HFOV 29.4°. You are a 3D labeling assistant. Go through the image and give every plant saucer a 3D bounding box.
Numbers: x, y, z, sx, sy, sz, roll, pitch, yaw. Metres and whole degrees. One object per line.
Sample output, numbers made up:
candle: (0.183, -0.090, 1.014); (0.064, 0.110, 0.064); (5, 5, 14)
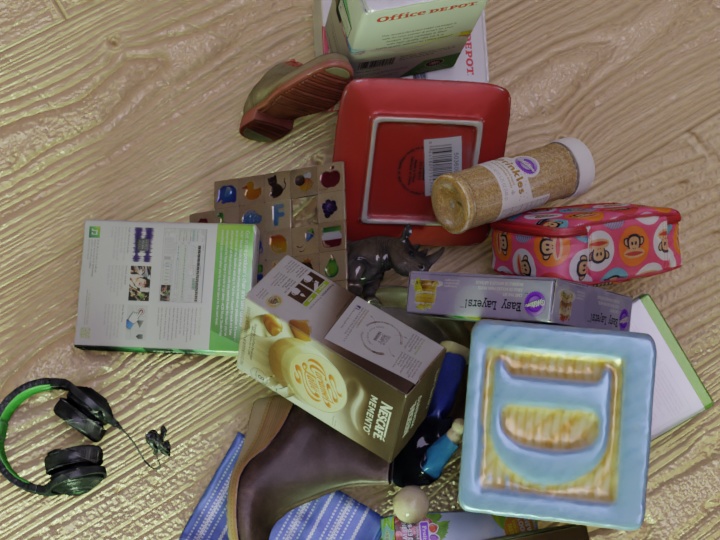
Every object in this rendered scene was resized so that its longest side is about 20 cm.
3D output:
plant saucer: (0.038, 0.118, 1.569); (0.198, 0.032, 0.202); (3, 74, -10)

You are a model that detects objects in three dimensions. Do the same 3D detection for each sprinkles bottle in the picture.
sprinkles bottle: (0.173, -0.096, 1.535); (0.199, 0.068, 0.069); (-19, 77, -34)

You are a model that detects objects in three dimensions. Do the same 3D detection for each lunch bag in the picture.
lunch bag: (0.252, -0.033, 1.578); (0.198, 0.176, 0.083); (-7, 98, -27)

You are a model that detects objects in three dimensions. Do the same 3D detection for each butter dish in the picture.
butter dish: (0.058, -0.142, 1.594); (0.197, 0.148, 0.202); (2, 116, -10)

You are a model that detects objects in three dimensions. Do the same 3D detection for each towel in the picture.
towel: (-0.084, 0.288, 1.505); (0.199, 0.024, 0.146); (30, 71, 0)

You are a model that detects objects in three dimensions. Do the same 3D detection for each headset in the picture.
headset: (-0.301, 0.179, 1.462); (0.198, 0.094, 0.125); (6, 73, 4)

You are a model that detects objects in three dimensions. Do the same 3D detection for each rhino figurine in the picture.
rhino figurine: (0.000, 0.000, 1.545); (0.198, 0.060, 0.088); (-16, 45, 14)

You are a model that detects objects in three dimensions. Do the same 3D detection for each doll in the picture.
doll: (0.072, 0.175, 1.482); (0.048, 0.136, 0.202); (32, 60, -27)

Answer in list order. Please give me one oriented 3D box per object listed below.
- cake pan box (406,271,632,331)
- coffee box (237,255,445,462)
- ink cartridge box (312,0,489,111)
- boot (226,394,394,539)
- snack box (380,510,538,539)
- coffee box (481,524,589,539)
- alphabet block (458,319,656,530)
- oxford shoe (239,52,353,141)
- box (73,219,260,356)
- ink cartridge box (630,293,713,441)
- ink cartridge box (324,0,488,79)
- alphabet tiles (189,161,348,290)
cake pan box: (0.177, 0.037, 1.498); (0.183, 0.199, 0.053); (5, 87, 35)
coffee box: (-0.023, 0.091, 1.422); (0.199, 0.115, 0.080); (29, 48, 17)
ink cartridge box: (0.047, -0.272, 1.652); (0.198, 0.084, 0.146); (0, 74, -9)
boot: (-0.050, 0.222, 1.463); (0.165, 0.073, 0.202); (1, 62, 15)
snack box: (0.113, 0.364, 1.487); (0.167, 0.068, 0.202); (1, 78, -13)
coffee box: (0.143, 0.336, 1.423); (0.198, 0.080, 0.116); (-8, 80, -18)
alphabet block: (0.212, 0.160, 1.455); (0.193, 0.200, 0.199); (6, 86, 12)
oxford shoe: (-0.077, -0.215, 1.562); (0.070, 0.199, 0.076); (17, 65, -35)
box: (-0.214, 0.019, 1.524); (0.198, 0.036, 0.146); (2, 79, 7)
ink cartridge box: (0.282, 0.140, 1.584); (0.199, 0.076, 0.149); (-31, 81, 5)
ink cartridge box: (0.048, -0.287, 1.507); (0.143, 0.200, 0.085); (-12, 77, -12)
alphabet tiles: (-0.106, -0.027, 1.541); (0.198, 0.008, 0.169); (-7, 77, 23)
